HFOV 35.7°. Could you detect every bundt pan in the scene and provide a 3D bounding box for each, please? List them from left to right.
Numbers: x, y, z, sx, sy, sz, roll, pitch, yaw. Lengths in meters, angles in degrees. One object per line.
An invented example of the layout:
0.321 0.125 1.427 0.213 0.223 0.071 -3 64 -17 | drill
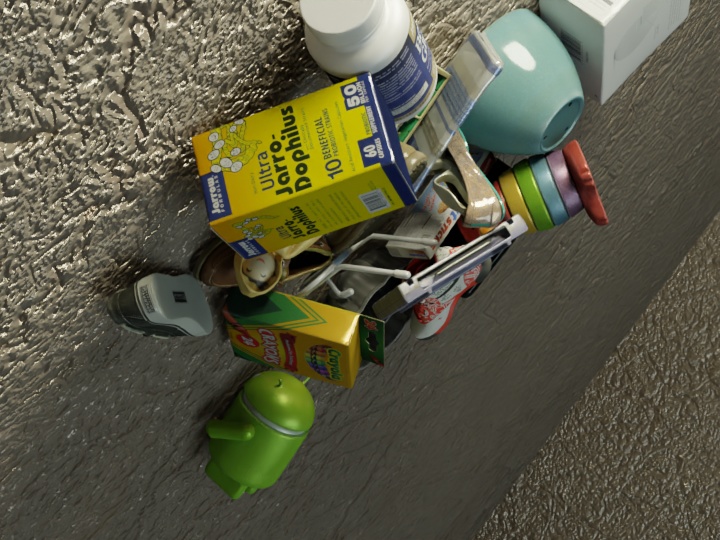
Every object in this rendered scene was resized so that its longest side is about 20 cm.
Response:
0.010 0.049 1.648 0.202 0.076 0.202 -42 155 -25 | bundt pan

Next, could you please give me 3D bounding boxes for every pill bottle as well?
0.007 -0.239 1.173 0.111 0.111 0.200 -49 157 0 | pill bottle

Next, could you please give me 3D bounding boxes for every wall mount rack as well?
0.000 0.000 1.468 0.174 0.075 0.200 -35 -173 30 | wall mount rack

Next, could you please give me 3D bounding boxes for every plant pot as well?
0.226 -0.237 1.535 0.200 0.135 0.200 -39 154 -23 | plant pot

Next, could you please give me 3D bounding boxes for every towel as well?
0.111 -0.202 1.415 0.200 0.024 0.147 -56 -161 20 | towel

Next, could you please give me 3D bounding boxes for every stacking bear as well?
0.230 -0.097 1.577 0.199 0.114 0.122 -22 132 11 | stacking bear

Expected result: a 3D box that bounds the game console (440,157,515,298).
0.192 -0.062 1.731 0.200 0.176 0.116 -53 140 6 | game console

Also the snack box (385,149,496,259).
0.115 -0.096 1.569 0.200 0.072 0.024 -55 129 -28 | snack box

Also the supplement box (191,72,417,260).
-0.057 -0.105 1.160 0.199 0.109 0.110 -19 158 9 | supplement box

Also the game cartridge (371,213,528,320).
0.116 -0.001 1.466 0.200 0.038 0.130 -31 172 -20 | game cartridge

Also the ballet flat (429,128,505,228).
0.118 -0.132 1.459 0.067 0.200 0.068 -15 141 -17 | ballet flat

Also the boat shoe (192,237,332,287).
-0.111 -0.016 1.355 0.200 0.068 0.072 -23 145 -46 | boat shoe

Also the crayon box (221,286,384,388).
-0.069 0.086 1.420 0.127 0.199 0.051 86 21 -58 | crayon box

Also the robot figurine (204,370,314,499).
-0.142 0.232 1.614 0.200 0.116 0.175 -57 157 17 | robot figurine

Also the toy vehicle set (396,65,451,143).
0.026 -0.181 1.400 0.200 0.026 0.124 -56 156 14 | toy vehicle set

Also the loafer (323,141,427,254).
0.010 -0.096 1.390 0.076 0.067 0.200 -31 167 -49 | loafer

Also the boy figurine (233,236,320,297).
-0.095 -0.065 1.270 0.124 0.064 0.201 28 92 -21 | boy figurine

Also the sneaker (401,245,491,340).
0.095 0.032 1.621 0.108 0.067 0.201 0 144 -34 | sneaker

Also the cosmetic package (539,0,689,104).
0.360 -0.381 1.568 0.200 0.123 0.199 -44 156 -10 | cosmetic package

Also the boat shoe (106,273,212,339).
-0.224 0.041 1.260 0.063 0.071 0.200 -18 168 10 | boat shoe
